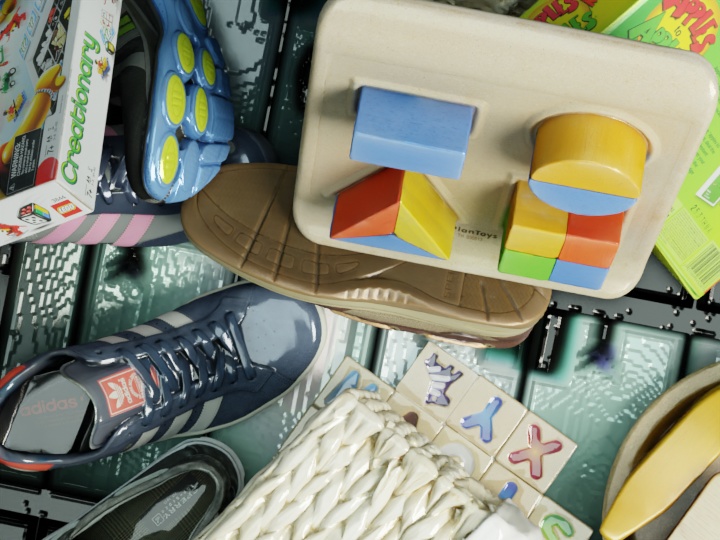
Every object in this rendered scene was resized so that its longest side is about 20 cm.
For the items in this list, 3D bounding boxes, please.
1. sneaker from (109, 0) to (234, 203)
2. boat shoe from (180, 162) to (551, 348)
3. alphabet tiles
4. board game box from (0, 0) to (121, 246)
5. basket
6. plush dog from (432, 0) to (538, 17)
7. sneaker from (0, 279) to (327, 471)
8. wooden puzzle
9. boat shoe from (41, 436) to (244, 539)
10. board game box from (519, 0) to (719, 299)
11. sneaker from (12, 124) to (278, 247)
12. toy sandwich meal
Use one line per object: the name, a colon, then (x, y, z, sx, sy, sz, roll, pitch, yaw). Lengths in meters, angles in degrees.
sneaker: (-0.123, -0.115, 1.251, 0.083, 0.071, 0.200, -27, 59, 18)
boat shoe: (0.000, 0.000, 1.250, 0.200, 0.072, 0.072, 13, 65, -1)
alphabet tiles: (0.021, 0.148, 1.277, 0.166, 0.006, 0.200, 36, 92, 5)
board game box: (-0.184, -0.101, 1.203, 0.126, 0.035, 0.200, -19, 51, 29)
basket: (-0.019, 0.165, 1.213, 0.200, 0.136, 0.123, -45, 81, 3)
plush dog: (0.058, -0.117, 1.217, 0.160, 0.200, 0.172, 21, 79, 39)
sneaker: (-0.113, 0.061, 1.253, 0.200, 0.085, 0.075, -24, 86, 4)
wooden puzzle: (0.061, -0.046, 1.126, 0.185, 0.200, 0.046, 11, 60, 0)
boat shoe: (-0.148, 0.163, 1.260, 0.072, 0.071, 0.200, 44, 93, 5)
board game box: (0.158, -0.080, 1.183, 0.102, 0.200, 0.048, -41, 45, 3)
sneaker: (-0.146, -0.045, 1.261, 0.200, 0.082, 0.070, -6, 88, 5)
toy sandwich meal: (0.215, 0.141, 1.227, 0.205, 0.070, 0.205, 0, 88, 5)
